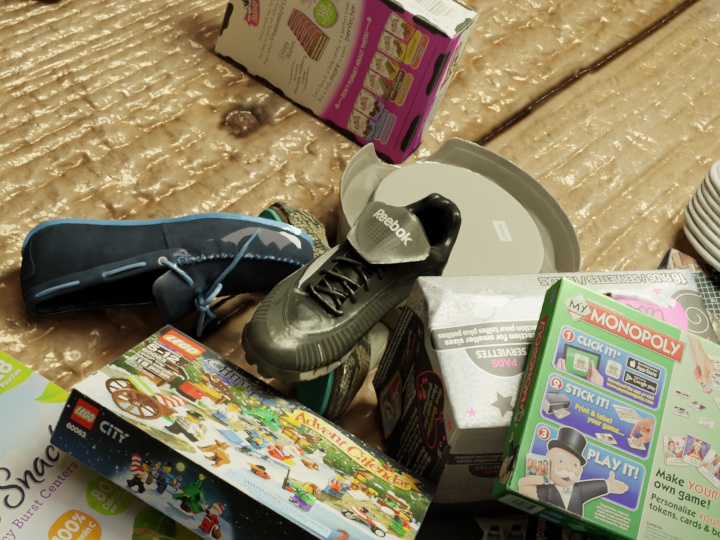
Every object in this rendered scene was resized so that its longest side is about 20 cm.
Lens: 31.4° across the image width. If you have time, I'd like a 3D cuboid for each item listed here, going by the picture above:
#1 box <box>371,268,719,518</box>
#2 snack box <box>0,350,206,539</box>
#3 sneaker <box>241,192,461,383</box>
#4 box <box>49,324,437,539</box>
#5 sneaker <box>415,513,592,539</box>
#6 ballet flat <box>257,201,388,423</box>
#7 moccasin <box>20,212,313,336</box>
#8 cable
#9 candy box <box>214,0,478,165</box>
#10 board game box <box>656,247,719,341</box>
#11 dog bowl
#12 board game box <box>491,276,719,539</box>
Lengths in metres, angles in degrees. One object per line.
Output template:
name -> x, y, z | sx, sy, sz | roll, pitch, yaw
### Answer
box -> 0.125, 0.082, 0.839 | 0.197, 0.133, 0.116 | -2, 55, -18
snack box -> -0.172, 0.159, 0.695 | 0.198, 0.068, 0.169 | 29, 40, 8
sneaker -> 0.000, 0.000, 0.817 | 0.066, 0.091, 0.199 | 42, 41, 17
box -> -0.060, 0.111, 0.731 | 0.198, 0.038, 0.137 | 30, 18, 6
sneaker -> 0.122, 0.179, 0.797 | 0.197, 0.089, 0.075 | 14, 43, -9
ballet flat -> -0.020, 0.028, 0.906 | 0.074, 0.068, 0.201 | 10, 39, -31
moccasin -> -0.129, 0.009, 0.864 | 0.197, 0.081, 0.069 | -3, 57, 3
cable -> 0.378, -0.024, 1.103 | 0.198, 0.070, 0.200 | 29, 26, 10
candy box -> -0.016, -0.202, 1.085 | 0.199, 0.137, 0.061 | 33, 40, 9
board game box -> 0.286, 0.079, 1.012 | 0.134, 0.035, 0.201 | 26, 42, 2
dog bowl -> 0.071, -0.020, 0.997 | 0.197, 0.059, 0.202 | 13, 43, -12
board game box -> 0.186, 0.104, 0.754 | 0.198, 0.029, 0.136 | 23, 66, -8
